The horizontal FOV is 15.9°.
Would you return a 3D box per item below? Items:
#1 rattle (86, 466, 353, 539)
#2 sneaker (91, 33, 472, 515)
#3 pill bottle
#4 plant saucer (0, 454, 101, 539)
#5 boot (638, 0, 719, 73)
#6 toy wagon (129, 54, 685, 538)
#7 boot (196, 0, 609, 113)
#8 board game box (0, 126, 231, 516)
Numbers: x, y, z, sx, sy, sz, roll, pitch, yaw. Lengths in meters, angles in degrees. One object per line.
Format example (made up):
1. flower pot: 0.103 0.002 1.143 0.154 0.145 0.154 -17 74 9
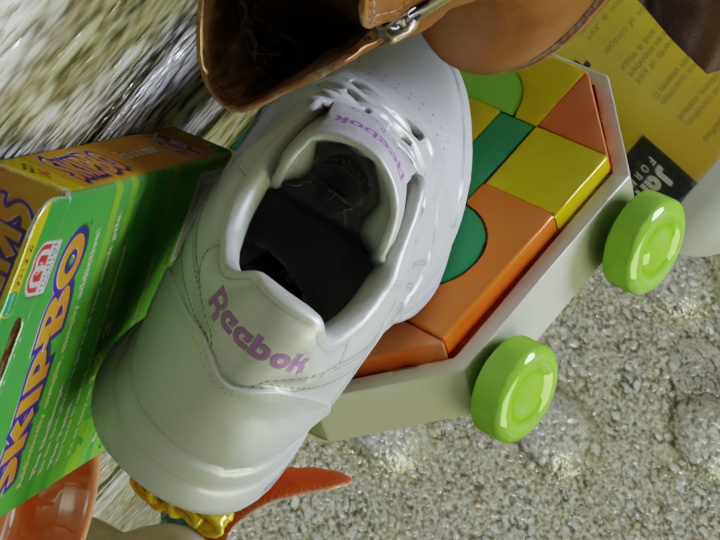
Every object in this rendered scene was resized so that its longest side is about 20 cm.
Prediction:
1. rattle: -0.117 0.113 0.933 0.200 0.143 0.131 -41 -146 16
2. sneaker: -0.001 -0.018 0.724 0.100 0.075 0.200 -52 -173 42
3. pill bottle: 0.112 -0.077 0.905 0.112 0.200 0.112 -48 176 -4
4. plant saucer: -0.150 0.120 0.801 0.201 0.032 0.201 -55 164 -25
5. boot: 0.109 -0.088 0.701 0.200 0.064 0.188 113 -19 -69
6. toy wagon: 0.000 0.000 0.818 0.200 0.155 0.040 -47 144 -25
7. boot: 0.013 -0.085 0.665 0.155 0.073 0.200 -48 165 -31
8. board game box: -0.080 0.014 0.690 0.200 0.030 0.096 -43 155 -80
